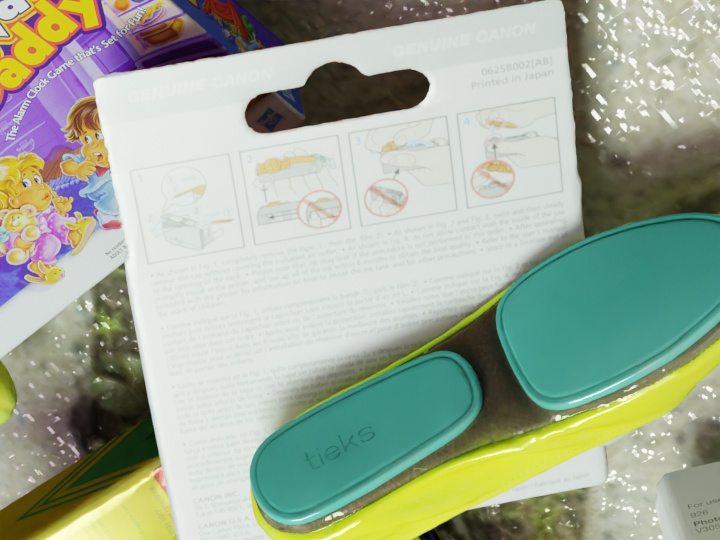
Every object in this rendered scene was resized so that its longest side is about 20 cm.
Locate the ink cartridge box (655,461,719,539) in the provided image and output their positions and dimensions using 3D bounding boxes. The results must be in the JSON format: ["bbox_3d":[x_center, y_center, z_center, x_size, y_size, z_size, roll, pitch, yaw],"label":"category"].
[{"bbox_3d":[0.166,0.173,0.867,0.087,0.200,0.146,-13,119,0],"label":"ink cartridge box"}]

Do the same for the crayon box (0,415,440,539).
[{"bbox_3d":[-0.074,0.129,0.991,0.199,0.051,0.127,-31,109,4],"label":"crayon box"}]

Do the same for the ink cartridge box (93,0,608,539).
[{"bbox_3d":[0.000,0.000,0.886,0.162,0.057,0.201,-10,117,-3],"label":"ink cartridge box"}]

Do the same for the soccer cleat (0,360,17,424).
[{"bbox_3d":[-0.214,-0.010,1.001,0.200,0.084,0.065,33,170,3],"label":"soccer cleat"}]

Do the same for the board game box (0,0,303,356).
[{"bbox_3d":[-0.139,-0.044,0.873,0.200,0.045,0.134,-37,128,18],"label":"board game box"}]

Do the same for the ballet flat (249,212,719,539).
[{"bbox_3d":[0.055,0.044,0.866,0.199,0.067,0.067,-28,143,11],"label":"ballet flat"}]
